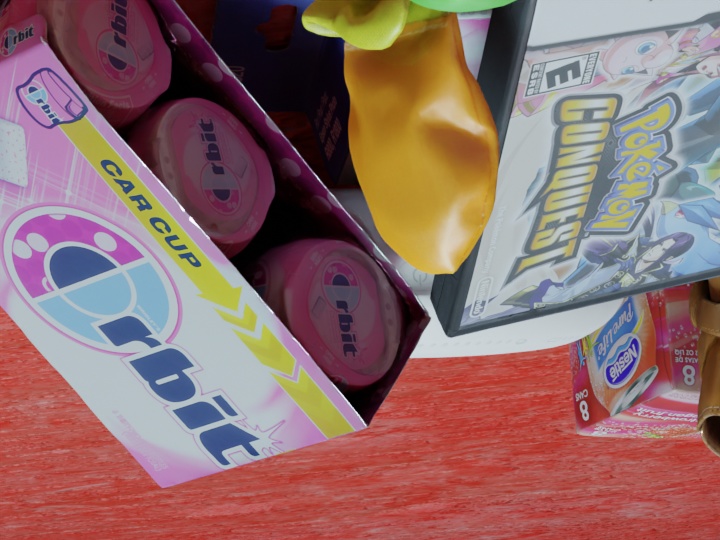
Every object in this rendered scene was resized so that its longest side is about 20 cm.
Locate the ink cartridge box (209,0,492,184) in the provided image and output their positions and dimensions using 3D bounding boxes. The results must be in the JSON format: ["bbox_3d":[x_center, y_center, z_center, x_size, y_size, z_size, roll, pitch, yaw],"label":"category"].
[{"bbox_3d":[0.043,-0.078,1.085,0.199,0.043,0.196,-3,165,-7],"label":"ink cartridge box"}]

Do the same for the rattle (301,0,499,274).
[{"bbox_3d":[-0.029,-0.090,0.861,0.130,0.143,0.200,11,175,17],"label":"rattle"}]

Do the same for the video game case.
[{"bbox_3d":[0.124,-0.058,1.011,0.180,0.026,0.200,-13,146,-16],"label":"video game case"}]

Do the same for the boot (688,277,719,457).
[{"bbox_3d":[0.178,0.010,1.203,0.073,0.155,0.200,-3,164,25],"label":"boot"}]

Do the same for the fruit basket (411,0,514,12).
[{"bbox_3d":[0.020,-0.133,0.597,0.215,0.216,0.156,-4,164,0],"label":"fruit basket"}]

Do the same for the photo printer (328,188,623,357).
[{"bbox_3d":[0.000,0.000,1.193,0.200,0.070,0.166,1,-179,44],"label":"photo printer"}]

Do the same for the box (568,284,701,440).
[{"bbox_3d":[0.210,0.031,1.399,0.199,0.096,0.100,4,163,-25],"label":"box"}]

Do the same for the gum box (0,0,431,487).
[{"bbox_3d":[-0.083,-0.021,1.043,0.113,0.066,0.200,-19,120,42],"label":"gum box"}]
